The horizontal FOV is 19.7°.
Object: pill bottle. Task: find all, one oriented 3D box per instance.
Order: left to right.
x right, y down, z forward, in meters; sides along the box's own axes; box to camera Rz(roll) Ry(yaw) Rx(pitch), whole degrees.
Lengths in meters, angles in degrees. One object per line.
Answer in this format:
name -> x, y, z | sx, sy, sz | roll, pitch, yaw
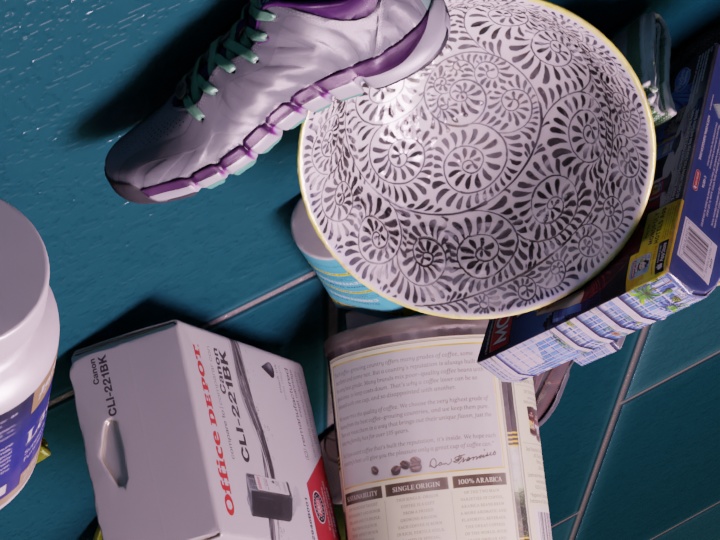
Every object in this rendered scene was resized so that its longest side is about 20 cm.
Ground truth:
pill bottle -> -0.220, 0.048, 1.101 | 0.115, 0.116, 0.200 | -21, 157, -24

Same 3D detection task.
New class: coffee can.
coffee can -> 0.056, 0.140, 1.437 | 0.146, 0.201, 0.146 | -6, 168, -1

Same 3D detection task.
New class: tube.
tube -> 0.000, 0.000, 1.378 | 0.200, 0.077, 0.051 | 57, 52, -68

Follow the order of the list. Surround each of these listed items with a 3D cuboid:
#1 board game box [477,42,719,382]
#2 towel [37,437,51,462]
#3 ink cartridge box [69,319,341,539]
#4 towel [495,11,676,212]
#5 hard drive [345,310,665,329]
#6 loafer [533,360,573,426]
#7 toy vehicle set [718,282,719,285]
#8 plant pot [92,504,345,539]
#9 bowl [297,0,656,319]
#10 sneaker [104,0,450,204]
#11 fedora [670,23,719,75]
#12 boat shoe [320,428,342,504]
board game box -> 0.146, -0.016, 1.269 | 0.200, 0.062, 0.200 | -29, -151, 41
towel -> -0.302, 0.172, 1.396 | 0.200, 0.018, 0.086 | -39, 158, 17
ink cartridge box -> -0.099, 0.125, 1.371 | 0.083, 0.145, 0.200 | -19, 163, 19
towel -> 0.116, -0.071, 1.302 | 0.200, 0.031, 0.149 | -41, -167, 23
hard drive -> 0.107, 0.033, 1.508 | 0.199, 0.026, 0.132 | -11, 167, 25
loafer -> 0.143, 0.065, 1.711 | 0.063, 0.072, 0.200 | 9, 133, -30
toy vehicle set -> 0.166, 0.000, 1.512 | 0.199, 0.027, 0.124 | 5, 165, -43
plant pot -> -0.075, 0.251, 1.587 | 0.192, 0.201, 0.200 | 1, 143, -41
bowl -> 0.065, -0.081, 1.186 | 0.201, 0.201, 0.094 | -39, -160, 19
sneaker -> -0.057, -0.114, 1.068 | 0.199, 0.075, 0.088 | -30, 130, 3
fedora -> 0.259, -0.111, 1.425 | 0.200, 0.092, 0.201 | -27, 158, -12
boat shoe -> -0.004, 0.163, 1.719 | 0.199, 0.075, 0.073 | -27, 170, 12
